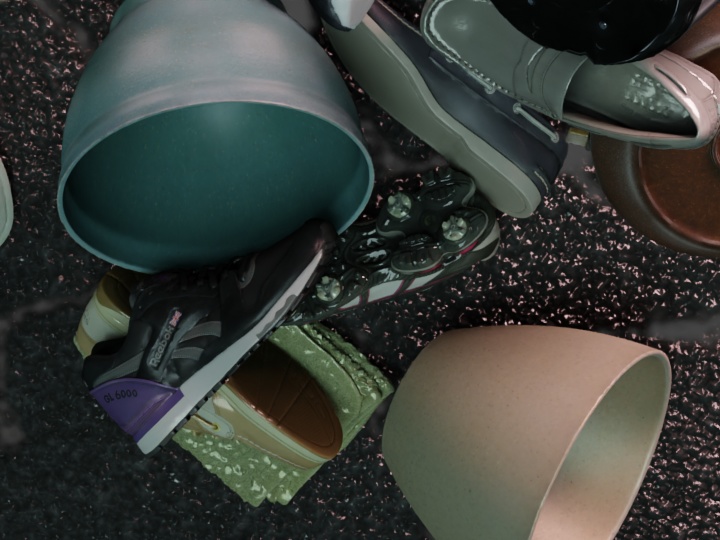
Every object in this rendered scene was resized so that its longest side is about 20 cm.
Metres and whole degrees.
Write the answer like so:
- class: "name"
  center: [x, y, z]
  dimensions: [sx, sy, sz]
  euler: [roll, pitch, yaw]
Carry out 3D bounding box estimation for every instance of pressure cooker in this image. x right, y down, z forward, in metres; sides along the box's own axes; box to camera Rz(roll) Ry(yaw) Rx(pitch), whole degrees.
- class: "pressure cooker"
  center: [0.171, -0.239, 1.423]
  dimensions: [0.178, 0.200, 0.177]
  euler: [12, 129, 40]

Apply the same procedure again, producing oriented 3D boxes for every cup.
- class: "cup"
  center: [0.100, 0.115, 1.615]
  dimensions: [0.143, 0.200, 0.201]
  euler: [27, 119, 23]

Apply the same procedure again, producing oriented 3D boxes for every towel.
- class: "towel"
  center: [-0.090, 0.068, 1.686]
  dimensions: [0.200, 0.037, 0.148]
  euler: [39, 114, -12]

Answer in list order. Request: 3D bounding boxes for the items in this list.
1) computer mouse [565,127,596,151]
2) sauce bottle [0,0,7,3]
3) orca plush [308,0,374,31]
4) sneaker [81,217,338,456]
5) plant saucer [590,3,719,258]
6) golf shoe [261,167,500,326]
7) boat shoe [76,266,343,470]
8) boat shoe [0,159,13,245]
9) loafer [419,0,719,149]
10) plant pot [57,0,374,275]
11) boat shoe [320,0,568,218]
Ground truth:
- class: "computer mouse"
  center: [0.144, -0.150, 1.551]
  dimensions: [0.199, 0.046, 0.141]
  euler: [14, 118, -8]
- class: "sauce bottle"
  center: [-0.254, -0.272, 1.533]
  dimensions: [0.066, 0.066, 0.201]
  euler: [-14, 110, 14]
- class: "orca plush"
  center: [-0.006, -0.256, 1.499]
  dimensions: [0.071, 0.105, 0.201]
  euler: [22, 116, 21]
- class: "sneaker"
  center: [-0.103, 0.026, 1.542]
  dimensions: [0.088, 0.076, 0.200]
  euler: [44, 107, -2]
- class: "plant saucer"
  center: [0.249, -0.088, 1.545]
  dimensions: [0.199, 0.035, 0.201]
  euler: [-3, 122, -5]
- class: "golf shoe"
  center: [0.000, 0.000, 1.609]
  dimensions: [0.199, 0.078, 0.088]
  euler: [-16, 156, 14]
- class: "boat shoe"
  center: [-0.104, 0.076, 1.637]
  dimensions: [0.200, 0.074, 0.066]
  euler: [37, 125, -5]
- class: "boat shoe"
  center: [-0.309, -0.094, 1.625]
  dimensions: [0.060, 0.072, 0.202]
  euler: [8, 140, 49]
- class: "loafer"
  center: [0.128, -0.127, 1.479]
  dimensions: [0.199, 0.070, 0.070]
  euler: [19, 111, 9]
- class: "plant pot"
  center: [-0.097, -0.104, 1.530]
  dimensions: [0.199, 0.135, 0.201]
  euler: [-6, 150, -3]
- class: "boat shoe"
  center: [0.056, -0.123, 1.576]
  dimensions: [0.200, 0.073, 0.063]
  euler: [44, 70, -7]
